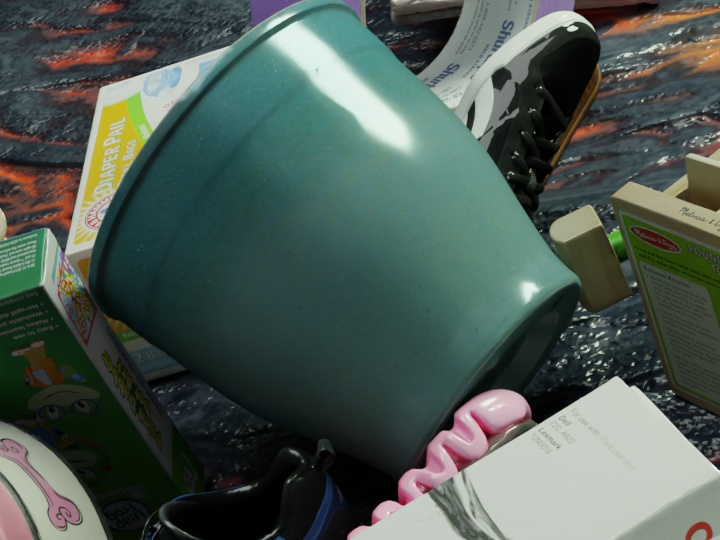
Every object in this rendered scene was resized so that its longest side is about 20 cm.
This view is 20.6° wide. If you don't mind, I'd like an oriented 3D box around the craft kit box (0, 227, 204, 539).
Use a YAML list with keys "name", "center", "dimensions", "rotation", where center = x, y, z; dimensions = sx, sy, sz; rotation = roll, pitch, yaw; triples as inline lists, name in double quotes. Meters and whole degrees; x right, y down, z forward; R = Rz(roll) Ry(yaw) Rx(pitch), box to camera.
- name: "craft kit box"
  center: [-0.207, 0.084, 1.010]
  dimensions: [0.199, 0.198, 0.049]
  rotation: [-17, 46, 12]

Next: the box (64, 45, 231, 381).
- name: "box"
  center: [-0.102, -0.039, 1.211]
  dimensions: [0.112, 0.102, 0.201]
  rotation: [-17, 33, 10]

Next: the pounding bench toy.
- name: "pounding bench toy"
  center: [0.208, -0.024, 0.969]
  dimensions: [0.156, 0.125, 0.200]
  rotation: [-37, 34, -21]

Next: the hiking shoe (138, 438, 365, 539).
- name: "hiking shoe"
  center: [-0.093, 0.149, 0.946]
  dimensions: [0.199, 0.087, 0.074]
  rotation: [-27, 32, -5]

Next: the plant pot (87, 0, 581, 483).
- name: "plant pot"
  center: [0.000, 0.000, 0.983]
  dimensions: [0.188, 0.201, 0.200]
  rotation: [39, 61, 16]

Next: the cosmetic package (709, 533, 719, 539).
- name: "cosmetic package"
  center: [0.175, 0.185, 0.647]
  dimensions: [0.199, 0.166, 0.165]
  rotation: [-29, 33, -8]

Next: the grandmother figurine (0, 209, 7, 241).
- name: "grandmother figurine"
  center: [-0.174, 0.037, 1.087]
  dimensions: [0.060, 0.200, 0.122]
  rotation: [-13, 69, 5]

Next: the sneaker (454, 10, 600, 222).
- name: "sneaker"
  center: [0.089, -0.042, 1.100]
  dimensions: [0.200, 0.073, 0.112]
  rotation: [-49, 50, 1]

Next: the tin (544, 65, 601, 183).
- name: "tin"
  center: [0.078, -0.095, 1.241]
  dimensions: [0.111, 0.042, 0.200]
  rotation: [-5, 37, 34]

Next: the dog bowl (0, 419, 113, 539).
- name: "dog bowl"
  center: [-0.212, 0.162, 0.910]
  dimensions: [0.199, 0.074, 0.202]
  rotation: [-4, 80, 21]

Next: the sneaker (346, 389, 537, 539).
- name: "sneaker"
  center: [0.035, 0.149, 0.887]
  dimensions: [0.095, 0.079, 0.200]
  rotation: [37, 74, 20]

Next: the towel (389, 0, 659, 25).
- name: "towel"
  center: [0.109, -0.257, 1.374]
  dimensions: [0.189, 0.032, 0.201]
  rotation: [-5, 57, 5]

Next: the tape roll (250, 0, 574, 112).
- name: "tape roll"
  center: [0.034, -0.165, 1.149]
  dimensions: [0.200, 0.201, 0.065]
  rotation: [-40, 35, -25]

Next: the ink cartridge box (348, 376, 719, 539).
- name: "ink cartridge box"
  center: [0.060, 0.159, 0.778]
  dimensions: [0.199, 0.147, 0.084]
  rotation: [-30, 34, -10]
